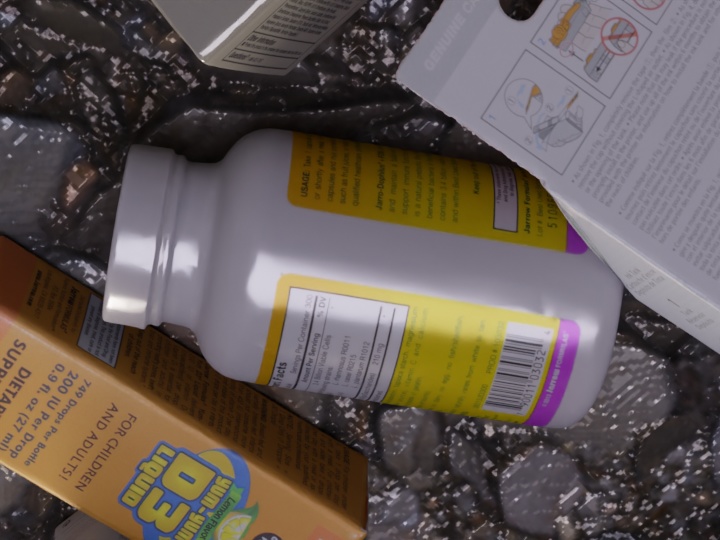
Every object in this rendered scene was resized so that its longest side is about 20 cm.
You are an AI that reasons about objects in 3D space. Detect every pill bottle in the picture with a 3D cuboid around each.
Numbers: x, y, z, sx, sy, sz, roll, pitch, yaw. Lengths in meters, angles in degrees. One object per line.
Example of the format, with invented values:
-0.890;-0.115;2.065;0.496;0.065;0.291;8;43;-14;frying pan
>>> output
0.000;0.000;0.777;0.200;0.104;0.104;10;112;-6;pill bottle

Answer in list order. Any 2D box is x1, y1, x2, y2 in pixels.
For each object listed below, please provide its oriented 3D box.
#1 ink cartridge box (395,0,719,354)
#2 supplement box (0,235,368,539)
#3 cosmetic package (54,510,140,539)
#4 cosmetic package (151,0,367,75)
0.132;-0.072;0.746;0.200;0.057;0.163;33;72;1;ink cartridge box
-0.093;0.070;0.824;0.200;0.069;0.067;32;109;-15;supplement box
-0.057;0.201;0.833;0.052;0.151;0.200;-37;109;13;cosmetic package
0.008;-0.164;0.703;0.200;0.105;0.071;-41;82;12;cosmetic package
